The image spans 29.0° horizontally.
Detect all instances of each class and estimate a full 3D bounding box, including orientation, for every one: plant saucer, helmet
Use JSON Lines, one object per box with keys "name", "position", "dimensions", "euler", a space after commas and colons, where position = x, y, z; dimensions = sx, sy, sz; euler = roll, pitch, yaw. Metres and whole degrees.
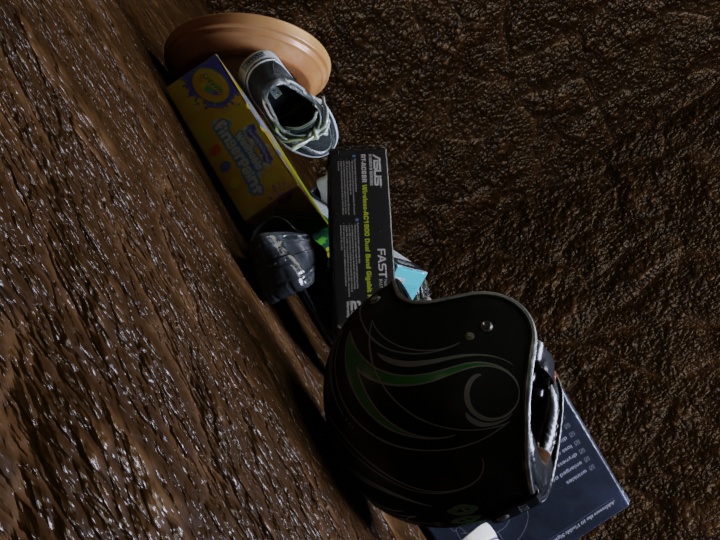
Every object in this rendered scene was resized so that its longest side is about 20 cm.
{"name": "plant saucer", "position": [-0.134, -0.234, 1.637], "dimensions": [0.200, 0.197, 0.038], "euler": [53, 37, -61]}
{"name": "helmet", "position": [0.062, 0.108, 1.142], "dimensions": [0.200, 0.188, 0.203], "euler": [0, 90, -72]}

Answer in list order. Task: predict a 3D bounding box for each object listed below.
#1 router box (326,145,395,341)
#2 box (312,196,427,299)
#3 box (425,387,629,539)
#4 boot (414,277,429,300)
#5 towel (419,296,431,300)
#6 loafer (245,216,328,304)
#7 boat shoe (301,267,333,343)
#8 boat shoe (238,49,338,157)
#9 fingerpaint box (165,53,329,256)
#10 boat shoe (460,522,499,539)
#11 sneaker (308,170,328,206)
{"name": "router box", "position": [0.000, 0.000, 1.396], "dimensions": [0.150, 0.061, 0.202], "euler": [94, -7, -63]}
{"name": "box", "position": [-0.024, -0.030, 1.612], "dimensions": [0.199, 0.050, 0.082], "euler": [34, 10, 27]}
{"name": "box", "position": [0.145, 0.204, 1.474], "dimensions": [0.198, 0.199, 0.124], "euler": [57, 2, -25]}
{"name": "boot", "position": [0.094, 0.082, 1.777], "dimensions": [0.079, 0.210, 0.160], "euler": [9, 71, -45]}
{"name": "towel", "position": [0.067, 0.123, 1.661], "dimensions": [0.034, 0.133, 0.200], "euler": [31, 15, -24]}
{"name": "loafer", "position": [-0.073, -0.020, 1.353], "dimensions": [0.201, 0.067, 0.071], "euler": [-71, 138, -82]}
{"name": "boat shoe", "position": [-0.007, 0.064, 1.610], "dimensions": [0.201, 0.071, 0.068], "euler": [54, 5, 10]}
{"name": "boat shoe", "position": [-0.069, -0.177, 1.603], "dimensions": [0.068, 0.073, 0.200], "euler": [51, -2, 33]}
{"name": "fingerpaint box", "position": [-0.116, -0.110, 1.530], "dimensions": [0.201, 0.073, 0.167], "euler": [57, 1, 27]}
{"name": "boat shoe", "position": [0.122, 0.298, 1.299], "dimensions": [0.093, 0.074, 0.200], "euler": [51, -1, 19]}
{"name": "sneaker", "position": [-0.032, -0.064, 1.744], "dimensions": [0.087, 0.075, 0.200], "euler": [40, -29, 5]}
